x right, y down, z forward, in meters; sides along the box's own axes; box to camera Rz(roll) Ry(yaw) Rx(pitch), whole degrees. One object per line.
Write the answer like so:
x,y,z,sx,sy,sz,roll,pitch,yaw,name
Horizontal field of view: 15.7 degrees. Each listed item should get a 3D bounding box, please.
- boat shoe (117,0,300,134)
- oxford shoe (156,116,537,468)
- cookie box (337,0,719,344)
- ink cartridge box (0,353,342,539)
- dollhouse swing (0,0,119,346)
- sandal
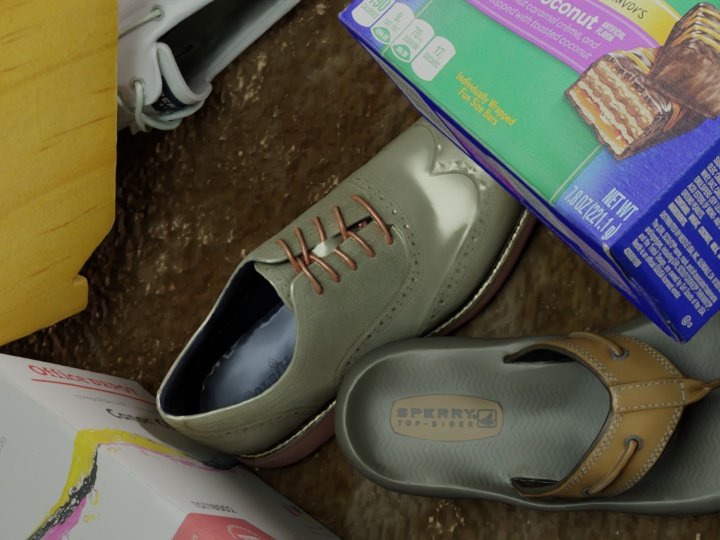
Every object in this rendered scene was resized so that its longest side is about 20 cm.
-0.091,-0.093,1.092,0.200,0.073,0.067,-45,64,16,boat shoe
0.000,0.000,1.024,0.200,0.074,0.071,-51,62,12,oxford shoe
0.120,-0.105,0.934,0.200,0.075,0.171,-45,50,-1,cookie box
-0.096,0.094,1.037,0.200,0.116,0.068,33,97,29,ink cartridge box
-0.223,-0.079,1.058,0.176,0.181,0.201,30,130,37,dollhouse swing
0.081,0.049,0.972,0.199,0.055,0.082,0,82,17,sandal
